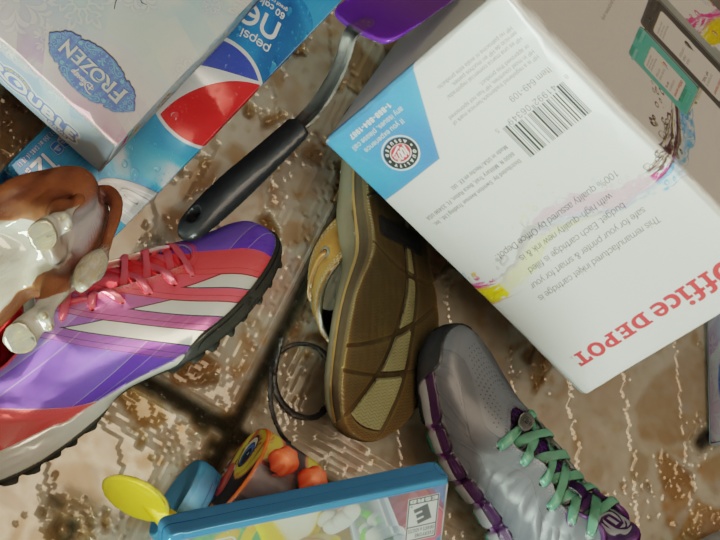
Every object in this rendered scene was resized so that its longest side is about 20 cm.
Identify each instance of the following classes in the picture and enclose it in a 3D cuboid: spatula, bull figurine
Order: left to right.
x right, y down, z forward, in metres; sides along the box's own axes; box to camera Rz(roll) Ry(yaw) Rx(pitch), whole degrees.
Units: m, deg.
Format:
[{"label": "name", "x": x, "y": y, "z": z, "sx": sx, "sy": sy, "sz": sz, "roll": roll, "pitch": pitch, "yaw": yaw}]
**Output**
[{"label": "bull figurine", "x": -0.200, "y": 0.012, "z": 0.820, "sx": 0.199, "sy": 0.121, "sz": 0.065, "roll": -29, "pitch": 111, "yaw": 1}, {"label": "spatula", "x": -0.023, "y": -0.089, "z": 0.921, "sx": 0.200, "sy": 0.056, "sz": 0.021, "roll": -49, "pitch": 134, "yaw": -5}]

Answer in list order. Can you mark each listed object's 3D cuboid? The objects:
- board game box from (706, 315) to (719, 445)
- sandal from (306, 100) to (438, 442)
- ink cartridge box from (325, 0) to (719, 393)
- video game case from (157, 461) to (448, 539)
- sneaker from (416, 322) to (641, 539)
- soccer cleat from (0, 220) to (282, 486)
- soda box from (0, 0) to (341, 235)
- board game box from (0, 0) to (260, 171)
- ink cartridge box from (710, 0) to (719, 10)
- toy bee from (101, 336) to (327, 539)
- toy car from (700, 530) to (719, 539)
[{"label": "board game box", "x": 0.262, "y": -0.008, "z": 0.994, "sx": 0.041, "sy": 0.199, "sz": 0.201, "roll": 4, "pitch": 81, "yaw": -24}, {"label": "sandal", "x": 0.000, "y": 0.000, "z": 0.964, "sx": 0.080, "sy": 0.054, "sz": 0.201, "roll": 31, "pitch": 51, "yaw": -46}, {"label": "ink cartridge box", "x": 0.118, "y": -0.071, "z": 0.951, "sx": 0.200, "sy": 0.147, "sz": 0.146, "roll": 44, "pitch": 41, "yaw": -11}, {"label": "video game case", "x": -0.031, "y": 0.193, "z": 0.880, "sx": 0.142, "sy": 0.018, "sz": 0.201, "roll": -9, "pitch": 121, "yaw": -23}, {"label": "sneaker", "x": 0.102, "y": 0.113, "z": 0.953, "sx": 0.074, "sy": 0.087, "sz": 0.201, "roll": -40, "pitch": 111, "yaw": -49}, {"label": "soccer cleat", "x": -0.126, "y": 0.023, "z": 0.898, "sx": 0.200, "sy": 0.068, "sz": 0.073, "roll": -36, "pitch": 115, "yaw": -20}, {"label": "soda box", "x": -0.099, "y": -0.093, "z": 0.932, "sx": 0.064, "sy": 0.068, "sz": 0.200, "roll": 45, "pitch": 68, "yaw": -10}, {"label": "board game box", "x": -0.135, "y": -0.186, "z": 0.874, "sx": 0.200, "sy": 0.043, "sz": 0.199, "roll": 42, "pitch": 63, "yaw": -6}, {"label": "ink cartridge box", "x": 0.276, "y": -0.217, "z": 1.078, "sx": 0.199, "sy": 0.067, "sz": 0.118, "roll": -3, "pitch": 83, "yaw": -7}, {"label": "toy bee", "x": -0.064, "y": 0.119, "z": 0.892, "sx": 0.130, "sy": 0.109, "sz": 0.201, "roll": 13, "pitch": 77, "yaw": -18}, {"label": "toy car", "x": 0.256, "y": 0.241, "z": 0.978, "sx": 0.174, "sy": 0.150, "sz": 0.201, "roll": 25, "pitch": 73, "yaw": -17}]
